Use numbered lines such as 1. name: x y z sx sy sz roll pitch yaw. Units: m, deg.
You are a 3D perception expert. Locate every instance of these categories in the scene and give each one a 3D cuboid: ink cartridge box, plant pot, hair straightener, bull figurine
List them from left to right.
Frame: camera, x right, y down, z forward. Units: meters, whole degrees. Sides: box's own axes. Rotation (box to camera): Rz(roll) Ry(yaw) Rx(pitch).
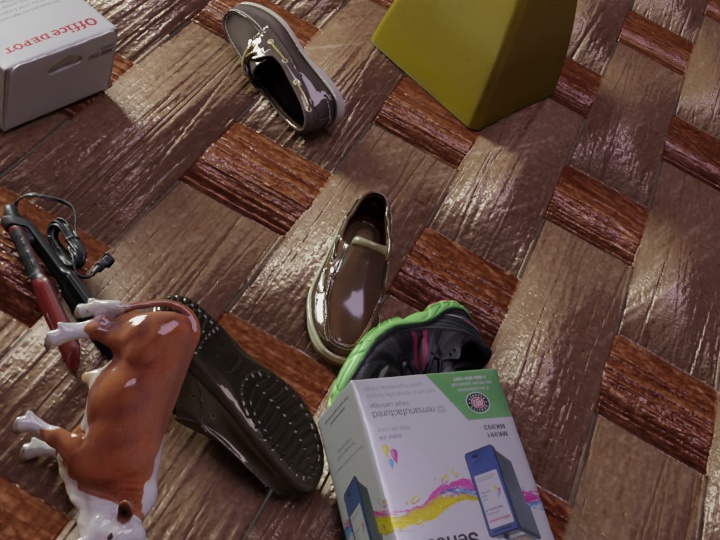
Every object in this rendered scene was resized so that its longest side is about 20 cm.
1. ink cartridge box: -0.373 -0.253 1.040 0.200 0.083 0.146 40 46 16
2. hair straightener: -0.260 0.001 0.891 0.076 0.041 0.200 -15 52 -35
3. bull figurine: -0.190 0.113 0.752 0.120 0.065 0.202 17 75 6
4. ink cartridge box: 0.064 0.189 0.797 0.143 0.088 0.202 0 60 -27
5. plant pot: 0.167 -0.336 1.301 0.200 0.177 0.199 44 46 19

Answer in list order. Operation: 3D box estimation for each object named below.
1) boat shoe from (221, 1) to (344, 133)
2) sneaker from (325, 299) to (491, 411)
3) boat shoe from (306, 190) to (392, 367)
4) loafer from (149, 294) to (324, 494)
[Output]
1. boat shoe: -0.101 -0.236 1.162 0.059 0.072 0.200 -25 68 -43
2. sneaker: 0.050 0.089 0.915 0.199 0.077 0.084 -25 58 -38
3. boat shoe: -0.006 -0.002 0.976 0.074 0.075 0.204 17 44 -9
4. loafer: -0.110 0.109 0.832 0.200 0.067 0.076 49 33 2
